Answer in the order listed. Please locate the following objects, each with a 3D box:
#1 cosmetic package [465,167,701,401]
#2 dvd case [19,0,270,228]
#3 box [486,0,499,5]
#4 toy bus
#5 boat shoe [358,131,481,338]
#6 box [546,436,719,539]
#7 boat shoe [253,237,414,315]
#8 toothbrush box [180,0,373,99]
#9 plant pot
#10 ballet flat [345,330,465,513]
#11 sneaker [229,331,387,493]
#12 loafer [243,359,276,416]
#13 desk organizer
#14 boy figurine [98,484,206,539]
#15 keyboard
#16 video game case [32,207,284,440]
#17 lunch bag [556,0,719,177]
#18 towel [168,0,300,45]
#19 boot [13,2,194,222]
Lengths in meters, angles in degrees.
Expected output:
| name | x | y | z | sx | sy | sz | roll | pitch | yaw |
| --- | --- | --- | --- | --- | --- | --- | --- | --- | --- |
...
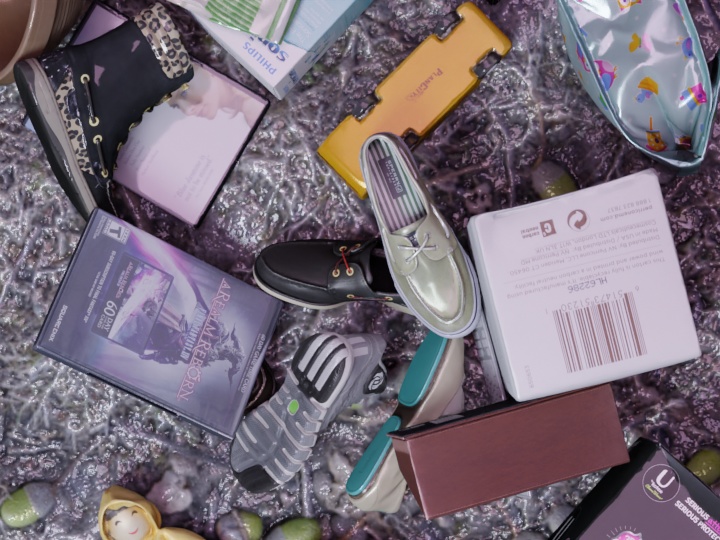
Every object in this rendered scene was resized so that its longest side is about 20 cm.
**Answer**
| name | x | y | z | sx | sy | sz | roll | pitch | yaw |
| --- | --- | --- | --- | --- | --- | --- | --- | --- | --- |
| cosmetic package | 0.193 | 0.016 | 1.498 | 0.167 | 0.200 | 0.167 | -15 | 88 | 1 |
| dvd case | -0.206 | -0.151 | 1.609 | 0.200 | 0.018 | 0.143 | 31 | 90 | 3 |
| box | 0.133 | -0.389 | 1.594 | 0.200 | 0.048 | 0.193 | -42 | 89 | -1 |
| toy bus | 0.051 | -0.158 | 1.571 | 0.200 | 0.078 | 0.065 | -45 | 86 | 0 |
| boat shoe | 0.046 | -0.030 | 1.495 | 0.072 | 0.062 | 0.200 | -27 | 84 | 10 |
| box | 0.240 | 0.265 | 1.513 | 0.124 | 0.149 | 0.200 | 43 | 90 | 3 |
| boat shoe | 0.000 | -0.002 | 1.565 | 0.201 | 0.063 | 0.074 | 7 | 58 | 1 |
| toothbrush box | -0.063 | -0.285 | 1.576 | 0.146 | 0.085 | 0.200 | 42 | 89 | 4 |
| plant pot | -0.318 | -0.273 | 1.560 | 0.201 | 0.093 | 0.202 | 8 | 101 | 46 |
| ballet flat | 0.057 | 0.140 | 1.573 | 0.069 | 0.069 | 0.200 | 30 | 91 | 3 |
| sneaker | -0.035 | 0.131 | 1.567 | 0.075 | 0.115 | 0.200 | 53 | 126 | 22 |
| loafer | -0.169 | 0.068 | 1.573 | 0.200 | 0.071 | 0.073 | 35 | 89 | 3 |
| desk organizer | 0.133 | 0.158 | 1.501 | 0.199 | 0.072 | 0.077 | -14 | 90 | -11 |
| boy figurine | -0.183 | 0.290 | 1.570 | 0.124 | 0.064 | 0.200 | -24 | 90 | 3 |
| keyboard | 0.128 | 0.115 | 1.569 | 0.011 | 0.056 | 0.201 | -15 | 87 | -3 |
| video game case | -0.180 | 0.049 | 1.522 | 0.200 | 0.019 | 0.143 | 27 | 67 | -17 |
| lunch bag | 0.264 | -0.180 | 1.519 | 0.122 | 0.170 | 0.200 | -27 | 87 | 8 |
| towel | -0.136 | -0.306 | 1.530 | 0.200 | 0.023 | 0.153 | 23 | 87 | 7 |
| boot | -0.216 | -0.134 | 1.548 | 0.154 | 0.073 | 0.204 | -31 | 126 | -16 |
